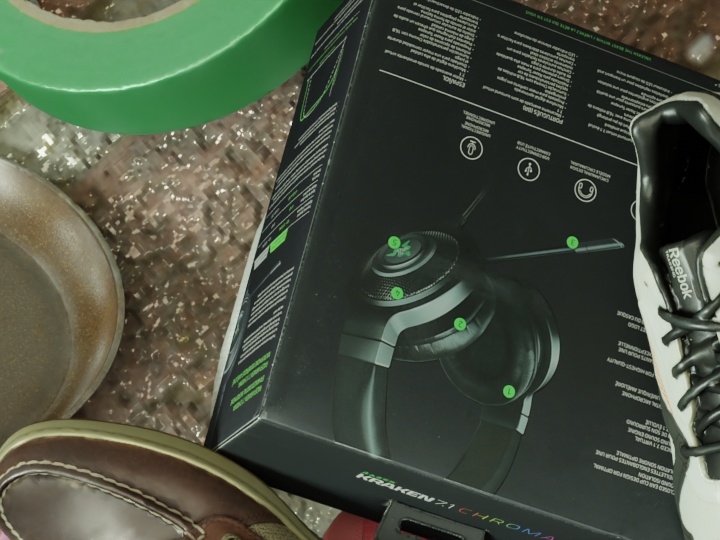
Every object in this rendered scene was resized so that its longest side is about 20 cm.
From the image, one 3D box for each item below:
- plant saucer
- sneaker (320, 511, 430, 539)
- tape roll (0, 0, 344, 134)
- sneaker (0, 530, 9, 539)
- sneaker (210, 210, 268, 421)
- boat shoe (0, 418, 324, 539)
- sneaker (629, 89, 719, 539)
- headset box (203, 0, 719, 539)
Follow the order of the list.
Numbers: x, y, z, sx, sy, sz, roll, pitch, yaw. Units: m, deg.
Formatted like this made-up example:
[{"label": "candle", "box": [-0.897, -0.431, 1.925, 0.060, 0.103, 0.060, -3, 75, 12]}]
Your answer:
[{"label": "plant saucer", "box": [-0.196, 0.019, 0.964, 0.200, 0.032, 0.201, 6, 44, -5]}, {"label": "sneaker", "box": [0.062, 0.152, 0.928, 0.200, 0.074, 0.087, 40, 84, 16]}, {"label": "tape roll", "box": [-0.087, -0.157, 0.992, 0.200, 0.048, 0.201, -7, 69, 17]}, {"label": "sneaker", "box": [-0.238, 0.070, 0.978, 0.199, 0.095, 0.079, 17, 86, 12]}, {"label": "sneaker", "box": [0.000, 0.000, 0.970, 0.088, 0.075, 0.201, 21, 83, -1]}, {"label": "boat shoe", "box": [-0.049, 0.123, 0.855, 0.200, 0.072, 0.072, 32, 119, -3]}, {"label": "sneaker", "box": [0.124, 0.031, 0.818, 0.074, 0.080, 0.201, -18, 67, 32]}, {"label": "headset box", "box": [0.050, 0.011, 0.899, 0.174, 0.093, 0.201, 18, 71, -13]}]
